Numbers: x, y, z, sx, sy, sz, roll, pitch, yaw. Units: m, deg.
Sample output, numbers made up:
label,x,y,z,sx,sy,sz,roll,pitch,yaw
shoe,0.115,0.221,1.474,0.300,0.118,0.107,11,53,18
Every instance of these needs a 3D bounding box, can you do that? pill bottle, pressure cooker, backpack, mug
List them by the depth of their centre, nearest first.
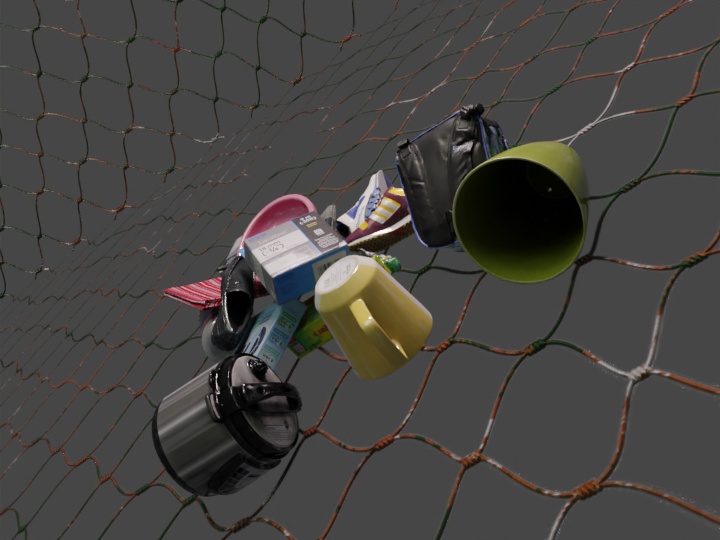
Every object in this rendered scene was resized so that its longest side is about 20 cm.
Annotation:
label,x,y,z,sx,sy,sz,roll,pitch,yaw
pressure cooker,-0.188,0.221,1.243,0.199,0.179,0.176,-33,21,18
mug,0.019,0.059,1.255,0.186,0.153,0.150,-3,41,54
backpack,0.171,-0.133,1.358,0.182,0.146,0.202,-24,67,36
pill bottle,-0.262,0.104,1.655,0.112,0.113,0.200,-39,23,2

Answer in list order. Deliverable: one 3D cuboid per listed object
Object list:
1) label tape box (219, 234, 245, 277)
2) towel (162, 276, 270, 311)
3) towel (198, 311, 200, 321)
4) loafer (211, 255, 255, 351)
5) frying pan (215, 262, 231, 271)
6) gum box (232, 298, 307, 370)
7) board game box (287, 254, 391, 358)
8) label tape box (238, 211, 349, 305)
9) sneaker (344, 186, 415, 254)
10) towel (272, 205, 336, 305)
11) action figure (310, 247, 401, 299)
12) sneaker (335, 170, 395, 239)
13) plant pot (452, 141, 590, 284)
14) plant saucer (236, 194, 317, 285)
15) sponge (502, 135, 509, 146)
label,x,y,z,sx,sy,sz,roll,pitch,yaw
label tape box,-0.222,-0.055,1.951,0.199,0.063,0.145,-28,26,27
towel,-0.266,0.036,1.641,0.199,0.023,0.144,-14,20,-42
towel,-0.256,0.040,1.823,0.199,0.023,0.144,-31,4,21
loafer,-0.221,0.052,1.522,0.070,0.068,0.202,-40,33,43
frying pan,-0.215,-0.017,1.748,0.189,0.031,0.115,-25,15,0
gum box,-0.185,0.152,1.455,0.170,0.044,0.201,-30,29,56
board game box,-0.041,0.064,1.451,0.199,0.048,0.102,-33,23,28
label tape box,-0.125,-0.040,1.469,0.143,0.064,0.200,-24,39,-17
sneaker,0.053,-0.103,1.562,0.199,0.075,0.091,-25,66,16
towel,-0.111,-0.016,1.698,0.200,0.034,0.193,-50,19,27
action figure,0.000,0.000,1.529,0.199,0.055,0.118,-9,34,44
sneaker,0.007,-0.120,1.697,0.115,0.081,0.200,-26,28,25
plant pot,0.254,-0.108,1.207,0.186,0.188,0.200,-22,14,36
plant saucer,-0.156,-0.054,1.646,0.200,0.051,0.202,-24,48,29
sponge,0.187,-0.199,1.632,0.199,0.030,0.112,-9,38,49
